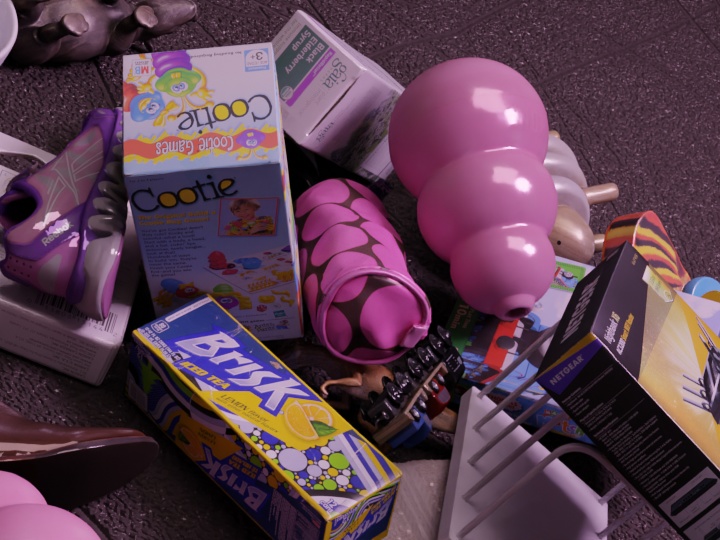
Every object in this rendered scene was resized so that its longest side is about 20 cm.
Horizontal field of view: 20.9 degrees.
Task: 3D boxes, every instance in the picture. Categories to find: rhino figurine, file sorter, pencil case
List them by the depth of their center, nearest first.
[{"bbox_3d":[0.151,0.141,1.328,0.139,0.124,0.200,41,24,-12],"label":"file sorter"},{"bbox_3d":[0.000,0.000,1.445,0.093,0.091,0.200,35,15,-20],"label":"pencil case"},{"bbox_3d":[-0.210,-0.206,1.609,0.199,0.087,0.060,-11,79,-46],"label":"rhino figurine"}]

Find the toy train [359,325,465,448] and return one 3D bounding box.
[{"bbox_3d":[0.040,0.083,1.349,0.046,0.034,0.200,53,18,-1],"label":"toy train"}]

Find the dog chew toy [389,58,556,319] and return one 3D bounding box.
[{"bbox_3d":[0.094,-0.058,1.484,0.124,0.124,0.201,4,60,-33],"label":"dog chew toy"}]

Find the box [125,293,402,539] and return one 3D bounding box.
[{"bbox_3d":[-0.067,0.106,1.284,0.070,0.065,0.200,-27,55,-36],"label":"box"}]

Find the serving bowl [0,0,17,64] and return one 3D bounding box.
[{"bbox_3d":[-0.364,-0.189,1.483,0.199,0.066,0.201,19,35,-14],"label":"serving bowl"}]

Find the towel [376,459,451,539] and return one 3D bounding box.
[{"bbox_3d":[0.043,0.200,1.299,0.132,0.035,0.201,6,40,-32],"label":"towel"}]

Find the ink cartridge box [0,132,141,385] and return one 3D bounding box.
[{"bbox_3d":[-0.250,-0.023,1.366,0.199,0.045,0.177,23,34,-10],"label":"ink cartridge box"}]

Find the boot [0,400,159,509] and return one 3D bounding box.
[{"bbox_3d":[-0.242,0.059,1.237,0.185,0.064,0.201,-3,49,-37],"label":"boot"}]

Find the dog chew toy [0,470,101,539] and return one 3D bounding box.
[{"bbox_3d":[-0.183,0.188,1.078,0.124,0.125,0.200,-3,36,-39],"label":"dog chew toy"}]

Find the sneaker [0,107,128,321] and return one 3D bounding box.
[{"bbox_3d":[-0.201,-0.051,1.337,0.088,0.081,0.201,9,36,-7],"label":"sneaker"}]

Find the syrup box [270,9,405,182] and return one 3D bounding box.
[{"bbox_3d":[-0.016,-0.137,1.586,0.081,0.079,0.200,43,8,19],"label":"syrup box"}]

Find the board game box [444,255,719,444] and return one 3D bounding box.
[{"bbox_3d":[0.166,0.060,1.493,0.199,0.037,0.152,17,47,11],"label":"board game box"}]

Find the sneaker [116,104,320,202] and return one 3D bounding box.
[{"bbox_3d":[-0.109,-0.084,1.528,0.199,0.072,0.083,6,41,-31],"label":"sneaker"}]

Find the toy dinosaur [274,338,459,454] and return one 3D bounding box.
[{"bbox_3d":[0.032,0.096,1.405,0.199,0.061,0.106,25,32,-6],"label":"toy dinosaur"}]

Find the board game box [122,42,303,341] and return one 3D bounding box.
[{"bbox_3d":[-0.099,-0.047,1.332,0.104,0.201,0.104,-5,55,-1],"label":"board game box"}]

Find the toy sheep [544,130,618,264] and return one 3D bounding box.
[{"bbox_3d":[0.128,-0.061,1.627,0.137,0.139,0.200,2,27,-34],"label":"toy sheep"}]

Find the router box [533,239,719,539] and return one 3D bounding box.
[{"bbox_3d":[0.198,0.079,1.281,0.157,0.052,0.200,46,22,-4],"label":"router box"}]

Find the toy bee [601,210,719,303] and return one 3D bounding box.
[{"bbox_3d":[0.258,0.055,1.588,0.200,0.131,0.109,39,58,-4],"label":"toy bee"}]
